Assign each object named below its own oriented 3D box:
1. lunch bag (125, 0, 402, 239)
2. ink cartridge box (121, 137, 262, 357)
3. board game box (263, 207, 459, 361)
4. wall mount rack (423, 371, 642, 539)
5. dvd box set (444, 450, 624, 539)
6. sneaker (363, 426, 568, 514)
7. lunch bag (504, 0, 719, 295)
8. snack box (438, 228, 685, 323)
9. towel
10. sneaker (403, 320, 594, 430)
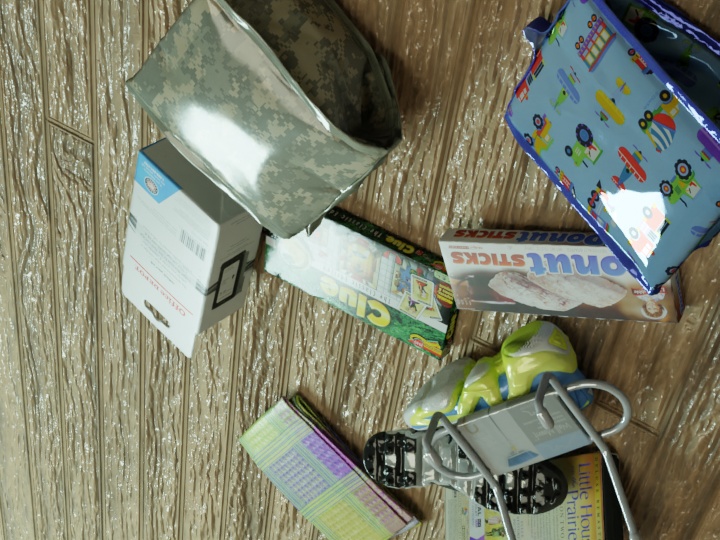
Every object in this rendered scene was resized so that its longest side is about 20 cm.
[{"bbox_3d":[-0.067,-0.138,1.120,0.200,0.118,0.164,51,138,-1],"label":"lunch bag"},{"bbox_3d":[-0.164,-0.023,1.315,0.116,0.068,0.200,42,140,21],"label":"ink cartridge box"},{"bbox_3d":[0.000,0.000,1.256,0.199,0.023,0.105,26,138,19],"label":"board game box"},{"bbox_3d":[0.150,0.177,1.162,0.200,0.075,0.174,-24,115,32],"label":"wall mount rack"},{"bbox_3d":[0.158,0.253,1.268,0.029,0.147,0.200,15,156,-39],"label":"dvd box set"},{"bbox_3d":[0.108,0.178,1.277,0.199,0.090,0.067,6,100,30],"label":"sneaker"},{"bbox_3d":[0.190,-0.109,0.975,0.200,0.094,0.151,44,143,13],"label":"lunch bag"},{"bbox_3d":[0.163,0.003,1.119,0.199,0.024,0.072,3,125,32],"label":"snack box"},{"bbox_3d":[-0.037,0.228,1.475,0.200,0.023,0.144,45,140,-1],"label":"towel"},{"bbox_3d":[0.126,0.124,1.219,0.105,0.076,0.200,49,138,-8],"label":"sneaker"}]
